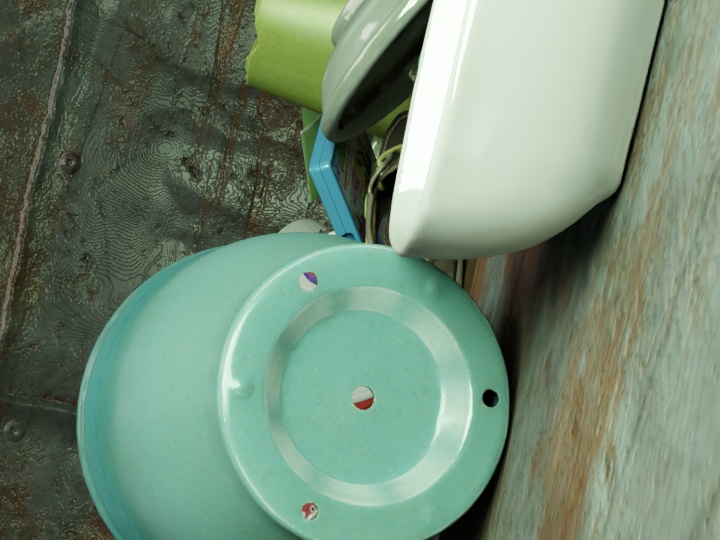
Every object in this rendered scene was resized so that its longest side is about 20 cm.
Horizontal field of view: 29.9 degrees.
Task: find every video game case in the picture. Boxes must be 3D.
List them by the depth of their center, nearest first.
[{"bbox_3d":[0.012,-0.020,0.986,0.143,0.018,0.200,-80,-28,-60],"label":"video game case"}]

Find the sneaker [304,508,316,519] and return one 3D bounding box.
[{"bbox_3d":[-0.026,0.240,1.116,0.073,0.071,0.200,-81,4,-62],"label":"sneaker"}]

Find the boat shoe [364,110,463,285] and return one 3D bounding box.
[{"bbox_3d":[0.037,-0.051,0.936,0.200,0.072,0.060,-85,-21,-44],"label":"boat shoe"}]

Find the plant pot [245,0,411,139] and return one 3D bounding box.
[{"bbox_3d":[0.009,-0.189,1.101,0.200,0.190,0.200,-168,90,-87],"label":"plant pot"}]

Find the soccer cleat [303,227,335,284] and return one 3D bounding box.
[{"bbox_3d":[0.000,0.000,1.197,0.200,0.068,0.073,-16,60,57],"label":"soccer cleat"}]

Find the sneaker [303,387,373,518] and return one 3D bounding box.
[{"bbox_3d":[-0.012,0.171,1.219,0.200,0.071,0.113,-38,65,47],"label":"sneaker"}]

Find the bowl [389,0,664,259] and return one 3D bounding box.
[{"bbox_3d":[0.067,-0.096,0.532,0.200,0.075,0.200,-124,47,-88],"label":"bowl"}]

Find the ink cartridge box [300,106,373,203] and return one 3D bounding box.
[{"bbox_3d":[-0.006,-0.169,1.280,0.200,0.059,0.104,-45,-26,-25],"label":"ink cartridge box"}]

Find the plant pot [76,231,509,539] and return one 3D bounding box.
[{"bbox_3d":[-0.026,0.068,0.658,0.188,0.200,0.200,151,133,-69],"label":"plant pot"}]

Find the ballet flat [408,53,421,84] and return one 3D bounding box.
[{"bbox_3d":[0.064,-0.099,0.809,0.200,0.072,0.072,-79,2,-73],"label":"ballet flat"}]

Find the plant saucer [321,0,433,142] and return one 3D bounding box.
[{"bbox_3d":[0.034,-0.170,0.877,0.200,0.050,0.200,-45,-5,-5],"label":"plant saucer"}]

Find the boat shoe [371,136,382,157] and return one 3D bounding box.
[{"bbox_3d":[0.053,-0.142,1.268,0.060,0.072,0.202,-36,-32,-72],"label":"boat shoe"}]

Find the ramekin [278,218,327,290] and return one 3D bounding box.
[{"bbox_3d":[-0.043,0.051,1.496,0.200,0.098,0.201,-43,-38,-46],"label":"ramekin"}]
